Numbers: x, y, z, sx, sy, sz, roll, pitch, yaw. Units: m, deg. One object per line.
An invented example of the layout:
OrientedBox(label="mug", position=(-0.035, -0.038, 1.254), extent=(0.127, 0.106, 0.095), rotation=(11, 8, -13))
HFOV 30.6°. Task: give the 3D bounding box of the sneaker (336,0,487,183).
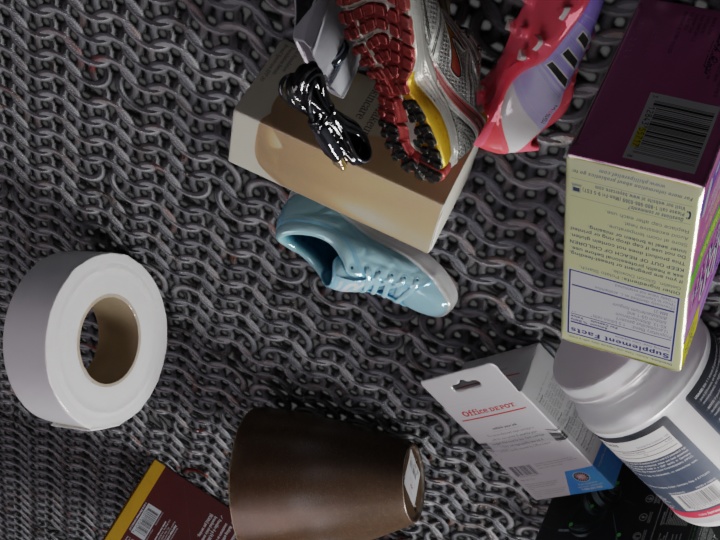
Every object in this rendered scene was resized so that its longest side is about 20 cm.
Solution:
OrientedBox(label="sneaker", position=(0.043, -0.169, 0.985), extent=(0.077, 0.082, 0.201), rotation=(22, 141, 41))

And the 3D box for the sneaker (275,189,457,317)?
OrientedBox(label="sneaker", position=(0.000, 0.000, 1.293), extent=(0.199, 0.082, 0.074), rotation=(33, 146, -4))

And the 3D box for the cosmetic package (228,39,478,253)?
OrientedBox(label="cosmetic package", position=(-0.004, -0.109, 1.144), extent=(0.198, 0.106, 0.071), rotation=(24, 145, 6))

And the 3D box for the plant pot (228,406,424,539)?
OrientedBox(label="plant pot", position=(-0.030, 0.253, 1.568), extent=(0.198, 0.188, 0.188), rotation=(-4, 135, 18))

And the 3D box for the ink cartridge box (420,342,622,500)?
OrientedBox(label="ink cartridge box", position=(0.171, 0.146, 1.362), extent=(0.200, 0.068, 0.116), rotation=(45, 142, -21))

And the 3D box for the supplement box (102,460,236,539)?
OrientedBox(label="supplement box", position=(-0.278, 0.425, 1.913), extent=(0.199, 0.198, 0.133), rotation=(33, 145, -4))

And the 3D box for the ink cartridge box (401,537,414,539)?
OrientedBox(label="ink cartridge box", position=(0.078, 0.457, 1.834), extent=(0.200, 0.045, 0.176), rotation=(44, 142, -18))

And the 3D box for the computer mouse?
OrientedBox(label="computer mouse", position=(-0.021, -0.176, 1.011), extent=(0.044, 0.201, 0.110), rotation=(-18, 138, 20))

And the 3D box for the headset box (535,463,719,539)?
OrientedBox(label="headset box", position=(0.278, 0.295, 1.377), extent=(0.199, 0.175, 0.093), rotation=(-7, 131, 39))

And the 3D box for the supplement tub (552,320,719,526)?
OrientedBox(label="supplement tub", position=(0.283, 0.121, 1.189), extent=(0.200, 0.141, 0.140), rotation=(44, 143, -19))

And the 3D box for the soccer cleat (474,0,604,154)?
OrientedBox(label="soccer cleat", position=(0.145, -0.161, 1.022), extent=(0.076, 0.067, 0.200), rotation=(7, 145, -21))

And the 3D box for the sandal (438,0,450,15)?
OrientedBox(label="sandal", position=(0.040, -0.244, 0.995), extent=(0.079, 0.058, 0.201), rotation=(18, 158, 7))

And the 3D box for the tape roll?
OrientedBox(label="tape roll", position=(-0.312, 0.079, 1.509), extent=(0.070, 0.203, 0.203), rotation=(2, 137, 32))

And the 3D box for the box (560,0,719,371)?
OrientedBox(label="box", position=(0.222, -0.062, 0.975), extent=(0.096, 0.177, 0.201), rotation=(16, 142, 19))
